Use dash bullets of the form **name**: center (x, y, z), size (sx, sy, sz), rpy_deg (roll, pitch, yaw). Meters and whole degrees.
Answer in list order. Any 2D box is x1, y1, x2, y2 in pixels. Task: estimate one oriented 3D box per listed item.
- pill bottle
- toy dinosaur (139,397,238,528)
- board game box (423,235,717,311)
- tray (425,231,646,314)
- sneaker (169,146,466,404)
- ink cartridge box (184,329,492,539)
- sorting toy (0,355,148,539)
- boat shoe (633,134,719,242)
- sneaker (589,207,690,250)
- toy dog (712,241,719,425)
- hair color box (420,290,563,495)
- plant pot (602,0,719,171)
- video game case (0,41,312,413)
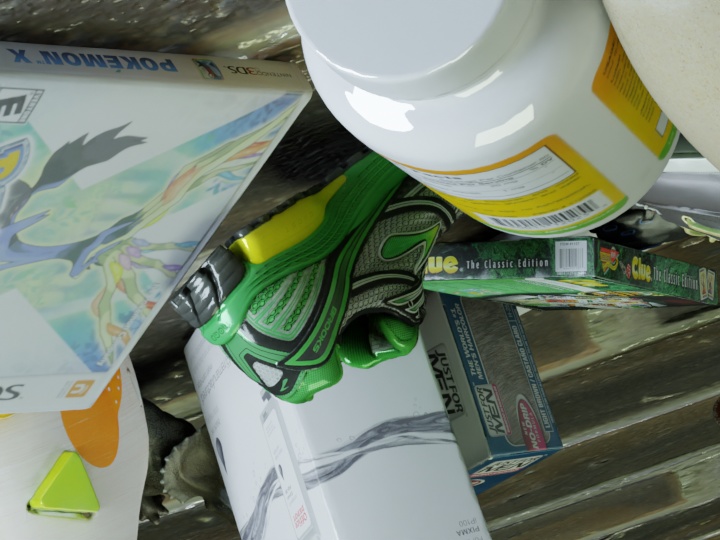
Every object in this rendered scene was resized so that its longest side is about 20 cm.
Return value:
- **pill bottle**: center (0.045, -0.083, 0.901), size (0.111, 0.111, 0.200), rpy_deg (-22, 163, 14)
- **toy dinosaur**: center (-0.141, 0.093, 1.382), size (0.200, 0.077, 0.102), rpy_deg (18, 155, -7)
- **board game box**: center (0.102, 0.003, 1.252), size (0.105, 0.023, 0.200), rpy_deg (1, 176, 24)
- **tray**: center (0.064, 0.011, 1.391), size (0.200, 0.022, 0.107), rpy_deg (-29, 161, 33)
- **sneaker**: center (0.000, 0.000, 1.115), size (0.200, 0.085, 0.078), rpy_deg (-37, 177, -46)
- **ink cartridge box**: center (-0.012, 0.099, 1.278), size (0.083, 0.200, 0.147), rpy_deg (-11, 162, -22)
- **sorting toy**: center (-0.194, 0.149, 1.267), size (0.200, 0.180, 0.107), rpy_deg (-19, 178, 4)
- **boat shoe**: center (0.169, -0.038, 1.103), size (0.201, 0.061, 0.072), rpy_deg (6, -149, 47)
- **sneaker**: center (0.162, -0.053, 1.194), size (0.112, 0.073, 0.200), rpy_deg (-14, 163, -11)
- **toy dog**: center (0.243, 0.033, 1.414), size (0.096, 0.200, 0.132), rpy_deg (8, 129, -22)
- **hair color box**: center (0.014, 0.092, 1.387), size (0.060, 0.100, 0.200), rpy_deg (-3, 158, -43)
- **plant pot**: center (0.152, -0.113, 0.814), size (0.134, 0.200, 0.200), rpy_deg (15, 148, -32)
- **video game case**: center (-0.136, -0.011, 1.000), size (0.182, 0.022, 0.200), rpy_deg (-1, 137, -46)
